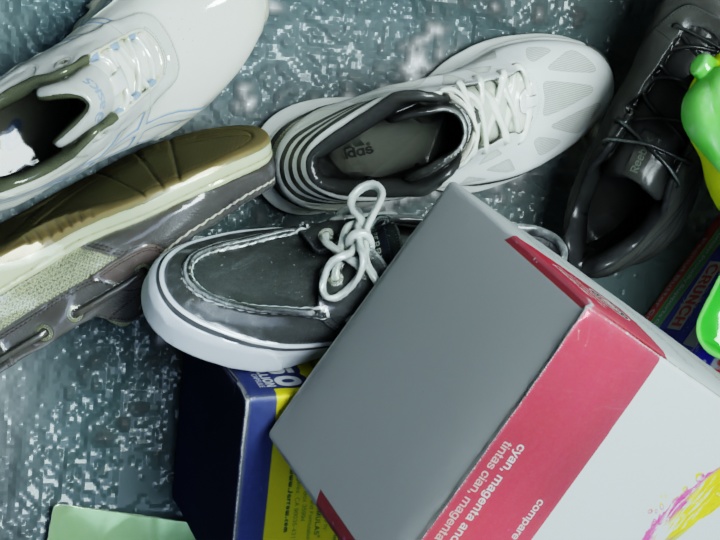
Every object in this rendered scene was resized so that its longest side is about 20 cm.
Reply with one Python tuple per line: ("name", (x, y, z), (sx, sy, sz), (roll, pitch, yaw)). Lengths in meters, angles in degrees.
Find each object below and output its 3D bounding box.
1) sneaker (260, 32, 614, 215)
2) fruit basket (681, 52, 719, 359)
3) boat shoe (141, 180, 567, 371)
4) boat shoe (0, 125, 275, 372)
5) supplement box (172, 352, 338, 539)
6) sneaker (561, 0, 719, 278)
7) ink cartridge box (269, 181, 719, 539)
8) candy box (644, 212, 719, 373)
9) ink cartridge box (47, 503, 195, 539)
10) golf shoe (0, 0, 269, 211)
("sneaker", (0.055, -0.066, 0.953), (0.199, 0.115, 0.076), (-18, 102, -18))
("fruit basket", (0.244, -0.037, 0.926), (0.215, 0.155, 0.217), (-30, 132, -40))
("boat shoe", (0.001, 0.002, 0.890), (0.198, 0.068, 0.074), (5, 53, -16))
("boat shoe", (-0.127, -0.004, 0.923), (0.200, 0.072, 0.066), (-27, 112, -10))
("supplement box", (0.018, 0.084, 0.957), (0.198, 0.109, 0.110), (-1, 112, -21))
("sneaker", (0.159, -0.078, 0.969), (0.076, 0.091, 0.201), (26, 114, 13))
("ink cartridge box", (0.094, 0.089, 0.841), (0.199, 0.145, 0.145), (32, 97, -30))
("candy box", (0.245, 0.076, 1.070), (0.200, 0.077, 0.170), (41, 84, -22))
("ink cartridge box", (-0.069, 0.204, 0.987), (0.198, 0.048, 0.147), (10, 95, -24))
("golf shoe", (-0.118, -0.082, 0.897), (0.199, 0.097, 0.079), (-35, 107, -14))
